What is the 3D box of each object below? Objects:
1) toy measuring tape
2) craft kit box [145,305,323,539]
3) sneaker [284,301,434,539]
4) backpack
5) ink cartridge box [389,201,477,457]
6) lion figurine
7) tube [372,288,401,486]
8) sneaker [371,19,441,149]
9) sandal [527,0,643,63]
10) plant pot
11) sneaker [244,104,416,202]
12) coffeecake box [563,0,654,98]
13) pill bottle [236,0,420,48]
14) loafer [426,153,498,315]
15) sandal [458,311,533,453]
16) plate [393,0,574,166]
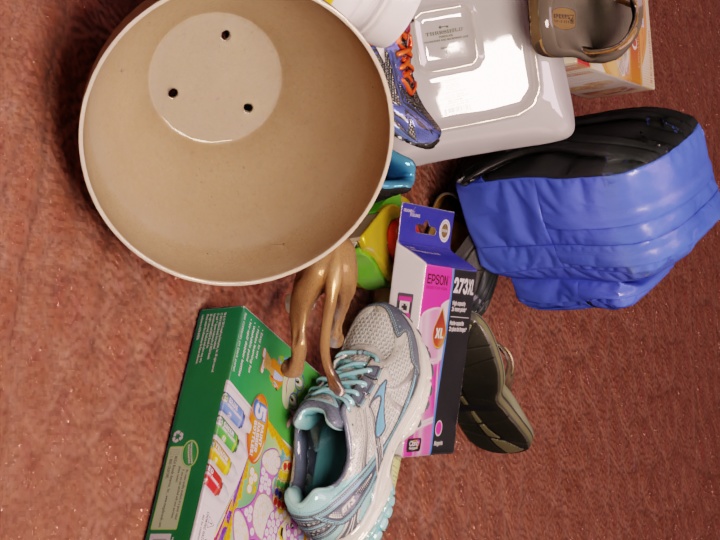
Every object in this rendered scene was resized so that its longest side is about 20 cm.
[{"bbox_3d":[0.000,0.000,1.247,0.200,0.073,0.074,-52,128,-51],"label":"toy measuring tape"},{"bbox_3d":[-0.069,0.160,1.122,0.198,0.048,0.202,48,45,-50],"label":"craft kit box"},{"bbox_3d":[-0.005,0.104,1.130,0.086,0.077,0.202,44,47,-43],"label":"sneaker"},{"bbox_3d":[0.218,-0.056,1.366,0.162,0.199,0.169,-41,115,-41],"label":"backpack"},{"bbox_3d":[0.054,0.049,1.258,0.094,0.037,0.202,7,89,-60],"label":"ink cartridge box"},{"bbox_3d":[-0.033,-0.019,1.097,0.072,0.201,0.123,-2,130,-27],"label":"lion figurine"},{"bbox_3d":[0.018,0.107,1.284,0.058,0.052,0.202,15,70,-14],"label":"tube"},{"bbox_3d":[0.014,-0.187,1.227,0.201,0.078,0.075,61,12,3],"label":"sneaker"},{"bbox_3d":[0.201,-0.218,1.301,0.199,0.054,0.083,-12,95,-57],"label":"sandal"},{"bbox_3d":[-0.088,-0.109,1.026,0.135,0.199,0.202,-116,-178,-64],"label":"plant pot"},{"bbox_3d":[-0.030,-0.112,1.202,0.200,0.081,0.074,36,57,-50],"label":"sneaker"},{"bbox_3d":[0.199,-0.249,1.429,0.199,0.072,0.155,1,84,-60],"label":"coffeecake box"},{"bbox_3d":[-0.054,-0.232,1.070,0.199,0.112,0.113,21,62,-21],"label":"pill bottle"},{"bbox_3d":[0.099,-0.052,1.428,0.072,0.072,0.201,46,45,-42],"label":"loafer"},{"bbox_3d":[0.108,0.096,1.411,0.202,0.079,0.058,63,39,-47],"label":"sandal"},{"bbox_3d":[0.070,-0.191,1.288,0.032,0.197,0.202,-106,-174,-83],"label":"plate"}]
